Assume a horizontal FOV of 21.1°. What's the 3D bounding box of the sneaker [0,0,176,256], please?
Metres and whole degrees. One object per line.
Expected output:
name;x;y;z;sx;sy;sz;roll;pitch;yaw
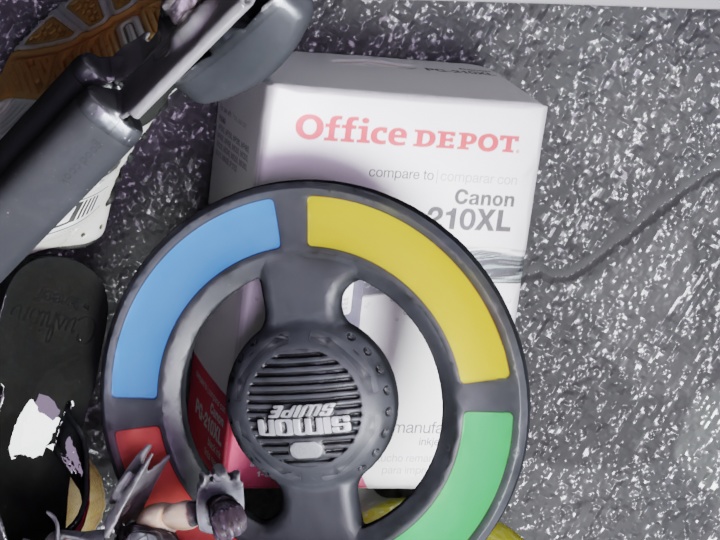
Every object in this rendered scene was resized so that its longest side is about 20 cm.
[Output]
sneaker;-0.132;-0.062;0.898;0.199;0.076;0.088;-34;127;11

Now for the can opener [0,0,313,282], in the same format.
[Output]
can opener;-0.102;-0.057;0.828;0.067;0.053;0.200;34;112;-32

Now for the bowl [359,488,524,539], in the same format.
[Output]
bowl;-0.006;0.169;0.973;0.199;0.200;0.108;-30;82;-8

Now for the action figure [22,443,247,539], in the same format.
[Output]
action figure;-0.058;0.155;0.842;0.199;0.069;0.131;23;99;9

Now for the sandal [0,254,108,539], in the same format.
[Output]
sandal;-0.153;0.093;0.880;0.075;0.045;0.201;9;94;-38

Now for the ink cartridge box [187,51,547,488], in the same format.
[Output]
ink cartridge box;0.000;0.000;0.955;0.144;0.084;0.201;2;105;-19

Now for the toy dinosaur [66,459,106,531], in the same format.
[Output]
toy dinosaur;-0.171;0.113;0.936;0.101;0.058;0.201;-27;114;-27

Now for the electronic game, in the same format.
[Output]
electronic game;-0.022;0.060;0.873;0.199;0.042;0.202;1;97;11

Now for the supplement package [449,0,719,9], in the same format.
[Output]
supplement package;0.073;-0.188;0.879;0.199;0.120;0.122;-4;107;-34
